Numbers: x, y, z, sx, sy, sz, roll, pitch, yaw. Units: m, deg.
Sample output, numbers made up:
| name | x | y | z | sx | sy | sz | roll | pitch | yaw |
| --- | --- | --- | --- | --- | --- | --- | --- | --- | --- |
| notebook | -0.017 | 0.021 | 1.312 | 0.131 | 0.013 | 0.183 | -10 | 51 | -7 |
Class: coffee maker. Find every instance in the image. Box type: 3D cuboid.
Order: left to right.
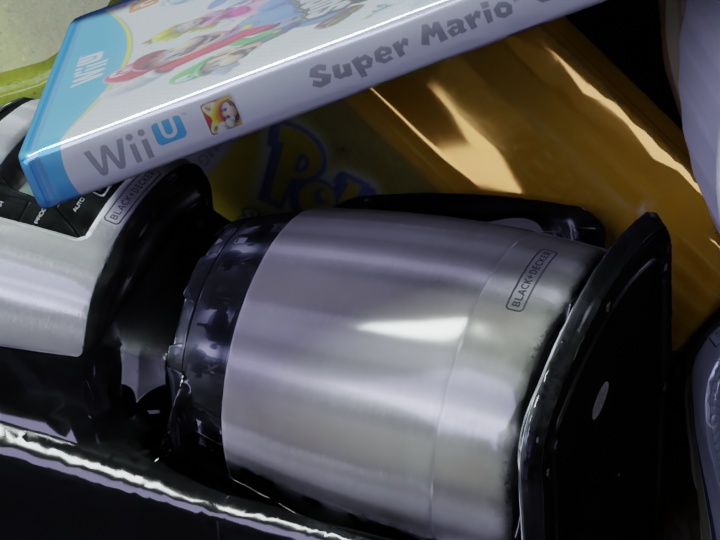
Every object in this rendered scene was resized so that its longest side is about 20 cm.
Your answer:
| name | x | y | z | sx | sy | sz | roll | pitch | yaw |
| --- | --- | --- | --- | --- | --- | --- | --- | --- | --- |
| coffee maker | -0.025 | 0.060 | 0.829 | 0.200 | 0.135 | 0.192 | 13 | 106 | 21 |

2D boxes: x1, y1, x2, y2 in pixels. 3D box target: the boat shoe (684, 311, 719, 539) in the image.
| name | x | y | z | sx | sy | sz | roll | pitch | yaw |
| --- | --- | --- | --- | --- | --- | --- | --- | --- | --- |
| boat shoe | 0.137 | 0.105 | 0.880 | 0.072 | 0.062 | 0.200 | -9 | 99 | 0 |

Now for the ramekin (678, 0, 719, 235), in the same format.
| name | x | y | z | sx | sy | sz | roll | pitch | yaw |
| --- | --- | --- | --- | --- | --- | --- | --- | --- | --- |
| ramekin | 0.181 | -0.048 | 0.786 | 0.201 | 0.200 | 0.098 | -61 | 17 | 14 |

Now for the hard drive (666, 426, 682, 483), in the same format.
| name | x | y | z | sx | sy | sz | roll | pitch | yaw |
| --- | --- | --- | --- | --- | --- | --- | --- | --- | --- |
| hard drive | -0.011 | 0.079 | 0.955 | 0.200 | 0.038 | 0.140 | 23 | 106 | 15 |

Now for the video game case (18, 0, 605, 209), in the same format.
| name | x | y | z | sx | sy | sz | roll | pitch | yaw |
| --- | --- | --- | --- | --- | --- | --- | --- | --- | --- |
| video game case | 0.011 | -0.078 | 0.780 | 0.200 | 0.143 | 0.018 | -20 | 108 | 7 |

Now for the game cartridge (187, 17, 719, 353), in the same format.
| name | x | y | z | sx | sy | sz | roll | pitch | yaw |
| --- | --- | --- | --- | --- | --- | --- | --- | --- | --- |
| game cartridge | 0.000 | 0.000 | 0.894 | 0.176 | 0.032 | 0.200 | 44 | 115 | 10 |

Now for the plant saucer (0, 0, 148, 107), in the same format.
| name | x | y | z | sx | sy | sz | roll | pitch | yaw |
| --- | --- | --- | --- | --- | --- | --- | --- | --- | --- |
| plant saucer | -0.114 | -0.125 | 0.890 | 0.200 | 0.031 | 0.200 | 1 | 94 | 23 |

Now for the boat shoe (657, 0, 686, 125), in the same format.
| name | x | y | z | sx | sy | sz | roll | pitch | yaw |
| --- | --- | --- | --- | --- | --- | --- | --- | --- | --- |
| boat shoe | 0.134 | -0.081 | 0.888 | 0.072 | 0.072 | 0.200 | -25 | 69 | 30 |
